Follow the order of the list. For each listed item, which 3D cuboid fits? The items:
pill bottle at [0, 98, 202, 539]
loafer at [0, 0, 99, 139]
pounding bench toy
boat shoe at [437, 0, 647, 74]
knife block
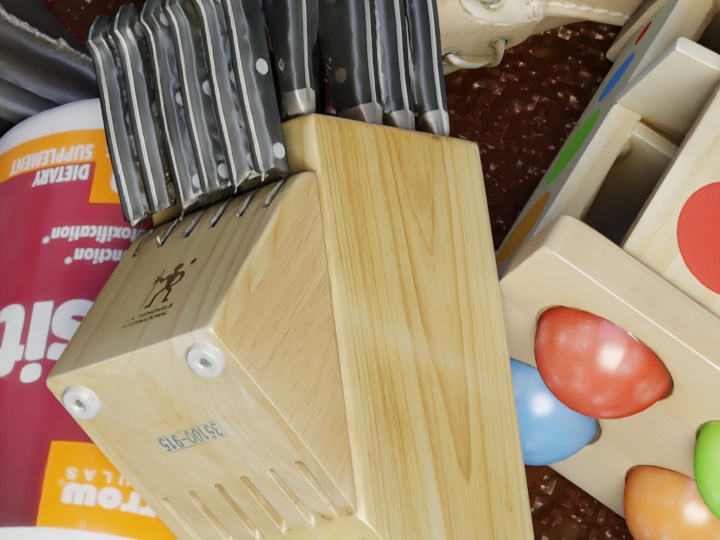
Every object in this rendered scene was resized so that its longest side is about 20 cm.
[{"bbox_3d":[-0.068,0.061,0.853,0.113,0.113,0.201,6,63,2],"label":"pill bottle"},{"bbox_3d":[-0.128,-0.077,0.945,0.200,0.073,0.071,26,67,12],"label":"loafer"},{"bbox_3d":[0.141,0.021,0.866,0.200,0.124,0.156,35,67,-4],"label":"pounding bench toy"},{"bbox_3d":[0.028,-0.096,0.968,0.199,0.071,0.065,14,98,-2],"label":"boat shoe"},{"bbox_3d":[0.000,0.000,0.815,0.200,0.064,0.176,52,45,-22],"label":"knife block"}]
